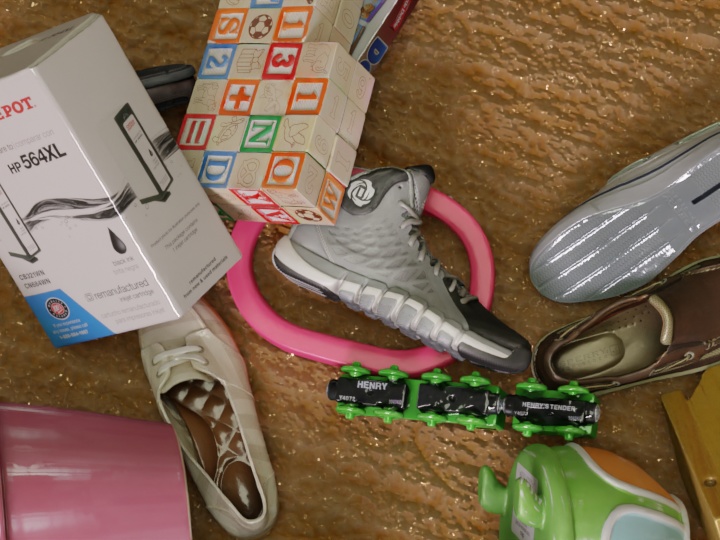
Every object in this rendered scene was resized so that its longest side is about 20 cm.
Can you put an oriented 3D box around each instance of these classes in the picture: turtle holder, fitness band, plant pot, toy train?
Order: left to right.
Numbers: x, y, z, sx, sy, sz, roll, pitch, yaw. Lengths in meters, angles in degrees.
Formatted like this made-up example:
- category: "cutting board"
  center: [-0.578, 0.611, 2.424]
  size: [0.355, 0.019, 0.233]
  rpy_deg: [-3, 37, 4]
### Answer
- category: "plant pot"
  center: [-0.212, 0.177, 1.457]
  size: [0.177, 0.200, 0.202]
  rpy_deg: [-4, 81, -12]
- category: "fitness band"
  center: [0.000, 0.000, 1.541]
  size: [0.198, 0.037, 0.145]
  rpy_deg: [14, 85, 6]
- category: "toy train"
  center: [0.074, 0.094, 1.492]
  size: [0.198, 0.056, 0.042]
  rpy_deg: [4, 79, 17]
- category: "turtle holder"
  center: [0.156, 0.213, 1.448]
  size: [0.131, 0.141, 0.187]
  rpy_deg: [1, 70, -13]

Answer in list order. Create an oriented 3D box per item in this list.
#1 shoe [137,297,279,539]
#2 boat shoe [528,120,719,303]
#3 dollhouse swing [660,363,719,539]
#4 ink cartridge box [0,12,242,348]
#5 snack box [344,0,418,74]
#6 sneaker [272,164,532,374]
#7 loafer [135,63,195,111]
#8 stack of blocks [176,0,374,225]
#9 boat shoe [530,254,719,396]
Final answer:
- category: "shoe"
  center: [-0.108, 0.098, 1.521]
  size: [0.070, 0.053, 0.201]
  rpy_deg: [-24, 81, 0]
- category: "boat shoe"
  center: [0.212, -0.044, 1.519]
  size: [0.199, 0.067, 0.074]
  rpy_deg: [-27, 111, 18]
- category: "dollhouse swing"
  center: [0.342, 0.171, 1.495]
  size: [0.199, 0.177, 0.182]
  rpy_deg: [-18, 40, 1]
- category: "ink cartridge box"
  center: [-0.197, -0.060, 1.463]
  size: [0.084, 0.145, 0.201]
  rpy_deg: [-46, 113, -42]
- category: "snack box"
  center: [-0.034, -0.140, 1.549]
  size: [0.072, 0.024, 0.201]
  rpy_deg: [27, 82, 39]
- category: "sneaker"
  center: [0.046, -0.013, 1.485]
  size: [0.199, 0.075, 0.116]
  rpy_deg: [25, 84, 7]
- category: "loafer"
  center: [-0.211, -0.103, 1.558]
  size: [0.198, 0.072, 0.063]
  rpy_deg: [-13, 101, 7]
- category: "stack of blocks"
  center: [-0.053, -0.136, 1.505]
  size: [0.114, 0.059, 0.201]
  rpy_deg: [3, 68, 32]
- category: "boat shoe"
  center: [0.219, 0.042, 1.499]
  size: [0.201, 0.075, 0.075]
  rpy_deg: [-26, 81, -1]
